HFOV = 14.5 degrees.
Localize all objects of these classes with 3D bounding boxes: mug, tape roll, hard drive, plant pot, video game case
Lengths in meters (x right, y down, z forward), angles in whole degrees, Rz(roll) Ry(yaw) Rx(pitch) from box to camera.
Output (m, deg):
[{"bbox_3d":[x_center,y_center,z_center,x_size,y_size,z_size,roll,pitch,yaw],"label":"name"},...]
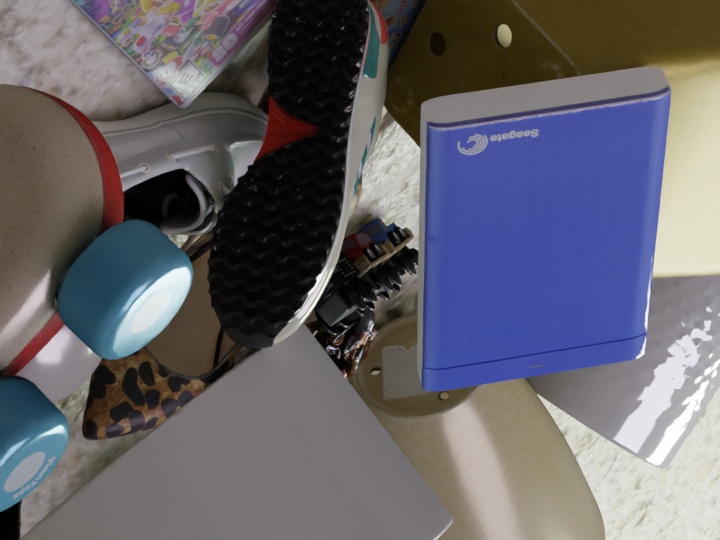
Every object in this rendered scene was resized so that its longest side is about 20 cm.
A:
[{"bbox_3d":[0.198,0.023,1.997,0.176,0.147,0.200,-58,-176,4],"label":"mug"},{"bbox_3d":[-0.068,0.143,1.529,0.202,0.139,0.203,-38,177,-2],"label":"tape roll"},{"bbox_3d":[0.097,-0.019,1.538,0.131,0.025,0.201,-9,136,-8],"label":"hard drive"},{"bbox_3d":[0.130,-0.113,1.608,0.199,0.196,0.195,-13,142,-44],"label":"plant pot"},{"bbox_3d":[-0.080,-0.170,1.405,0.143,0.018,0.200,-46,155,-1],"label":"video game case"},{"bbox_3d":[0.059,0.129,1.896,0.187,0.187,0.201,-37,139,-19],"label":"plant pot"}]

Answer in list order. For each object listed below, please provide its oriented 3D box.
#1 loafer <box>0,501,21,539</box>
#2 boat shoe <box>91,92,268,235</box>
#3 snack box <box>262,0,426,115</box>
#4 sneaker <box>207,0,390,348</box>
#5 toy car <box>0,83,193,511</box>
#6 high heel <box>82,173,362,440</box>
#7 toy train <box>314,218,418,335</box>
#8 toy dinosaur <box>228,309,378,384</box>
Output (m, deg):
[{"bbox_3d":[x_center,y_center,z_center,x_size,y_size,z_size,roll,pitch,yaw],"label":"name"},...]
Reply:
[{"bbox_3d":[-0.192,0.083,1.503,0.075,0.070,0.201,-30,149,-37],"label":"loafer"},{"bbox_3d":[-0.103,-0.047,1.487,0.199,0.068,0.072,-5,132,-55],"label":"boat shoe"},{"bbox_3d":[0.013,-0.156,1.560,0.072,0.024,0.201,-11,137,-55],"label":"snack box"},{"bbox_3d":[-0.021,-0.052,1.495,0.093,0.070,0.201,29,72,-66],"label":"sneaker"},{"bbox_3d":[-0.163,0.003,1.348,0.177,0.184,0.200,-51,162,8],"label":"toy car"},{"bbox_3d":[-0.078,0.007,1.566,0.200,0.071,0.143,-46,177,-36],"label":"high heel"},{"bbox_3d":[0.000,0.000,1.695,0.034,0.046,0.200,-41,177,16],"label":"toy train"},{"bbox_3d":[-0.063,0.089,1.730,0.201,0.102,0.136,-61,178,-22],"label":"toy dinosaur"}]
